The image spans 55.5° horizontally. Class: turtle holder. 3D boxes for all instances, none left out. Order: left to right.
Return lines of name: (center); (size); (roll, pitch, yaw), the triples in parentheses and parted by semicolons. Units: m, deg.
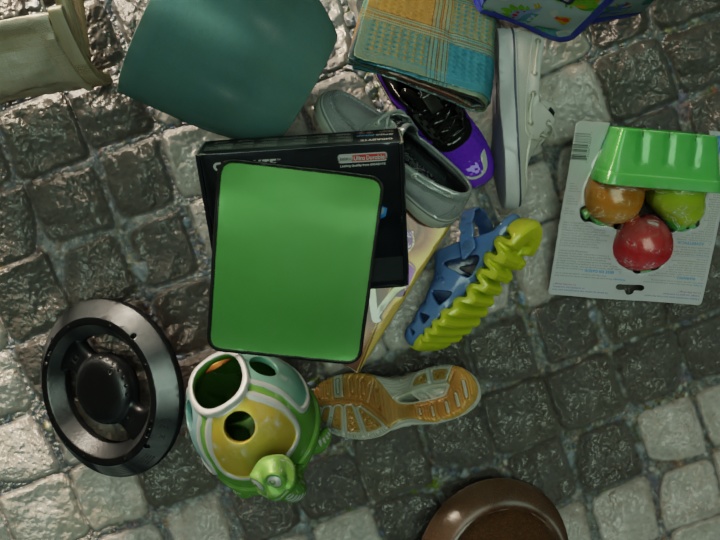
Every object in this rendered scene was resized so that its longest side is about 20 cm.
turtle holder: (-0.119, 0.167, 0.720); (0.141, 0.186, 0.132); (-15, 134, 15)

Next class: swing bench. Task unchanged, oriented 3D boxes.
swing bench: (-0.390, -0.275, 0.699); (0.198, 0.130, 0.201); (-11, 96, -1)

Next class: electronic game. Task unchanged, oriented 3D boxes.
electronic game: (-0.279, 0.130, 0.760); (0.199, 0.042, 0.201); (2, 95, 23)

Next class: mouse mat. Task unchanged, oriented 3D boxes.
mouse mat: (-0.067, -0.004, 0.675); (0.160, 0.008, 0.201); (6, 107, -4)

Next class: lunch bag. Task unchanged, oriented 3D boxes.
lunch bag: (0.229, -0.318, 0.671); (0.199, 0.170, 0.128); (-13, 84, -13)

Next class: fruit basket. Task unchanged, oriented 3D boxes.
fruit basket: (0.316, -0.063, 0.778); (0.185, 0.094, 0.201); (3, 111, -2)

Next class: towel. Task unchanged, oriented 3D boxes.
towel: (0.071, -0.250, 0.706); (0.146, 0.022, 0.200); (17, 51, -7)

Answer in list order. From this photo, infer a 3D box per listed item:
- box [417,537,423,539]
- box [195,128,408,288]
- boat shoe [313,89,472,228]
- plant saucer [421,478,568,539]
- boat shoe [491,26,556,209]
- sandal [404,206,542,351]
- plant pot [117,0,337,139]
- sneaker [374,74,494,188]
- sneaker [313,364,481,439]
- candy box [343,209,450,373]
box: (0.060, 0.442, 0.831); (0.137, 0.040, 0.200); (-23, 96, 1)
box: (-0.053, -0.056, 0.695); (0.199, 0.046, 0.159); (-3, 117, 1)
boat shoe: (0.039, -0.134, 0.726); (0.201, 0.072, 0.070); (43, 51, 5)
plant saucer: (0.165, 0.350, 0.807); (0.200, 0.034, 0.201); (0, 90, -15)
boat shoe: (0.184, -0.169, 0.762); (0.070, 0.071, 0.201); (-1, 89, 1)
sandal: (0.116, 0.007, 0.781); (0.200, 0.079, 0.087); (-52, 58, 10)
plant pot: (-0.121, -0.224, 0.685); (0.161, 0.201, 0.201); (29, 94, -15)
sneaker: (0.077, -0.171, 0.739); (0.070, 0.100, 0.200); (-37, 95, 4)
sneaker: (0.043, 0.154, 0.787); (0.199, 0.088, 0.076); (-7, 75, 21)
candy box: (0.000, 0.000, 0.777); (0.117, 0.056, 0.200); (31, 95, -4)
